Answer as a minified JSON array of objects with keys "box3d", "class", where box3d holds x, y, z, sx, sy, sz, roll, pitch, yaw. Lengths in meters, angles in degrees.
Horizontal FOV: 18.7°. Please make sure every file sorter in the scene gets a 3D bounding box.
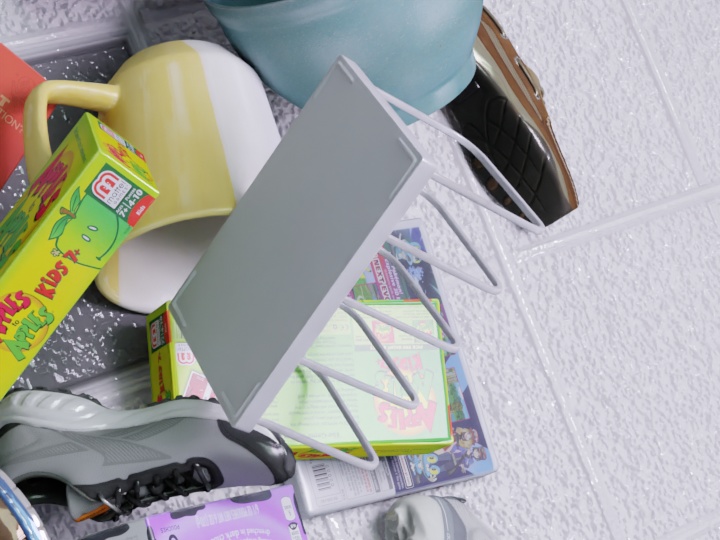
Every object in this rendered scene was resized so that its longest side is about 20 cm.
[{"box3d":[0.000,0.000,1.361,0.124,0.200,0.139,24,18,-35],"class":"file sorter"}]

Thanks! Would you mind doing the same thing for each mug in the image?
[{"box3d":[-0.121,-0.076,1.467,0.187,0.149,0.154,45,31,-60],"class":"mug"}]

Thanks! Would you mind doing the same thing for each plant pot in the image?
[{"box3d":[0.005,-0.178,1.531,0.200,0.200,0.135,-49,124,-38],"class":"plant pot"}]

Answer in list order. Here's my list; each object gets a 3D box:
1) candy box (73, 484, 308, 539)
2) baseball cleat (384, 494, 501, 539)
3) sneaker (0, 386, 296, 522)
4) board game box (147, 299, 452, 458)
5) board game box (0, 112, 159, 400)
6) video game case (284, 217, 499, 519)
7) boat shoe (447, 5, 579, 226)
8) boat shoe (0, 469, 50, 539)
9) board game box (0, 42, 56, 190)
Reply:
[{"box3d":[-0.085,0.248,1.380,0.167,0.071,0.201,-4,75,-59],"class":"candy box"},{"box3d":[0.074,0.253,1.532,0.106,0.070,0.201,4,71,-35],"class":"baseball cleat"},{"box3d":[-0.137,0.124,1.371,0.074,0.199,0.080,73,21,-54],"class":"sneaker"},{"box3d":[-0.041,0.075,1.492,0.199,0.048,0.102,0,77,-23],"class":"board game box"},{"box3d":[-0.205,0.006,1.334,0.048,0.102,0.200,36,97,-19],"class":"board game box"},{"box3d":[0.001,0.067,1.584,0.182,0.023,0.201,-9,76,-38],"class":"video game case"},{"box3d":[0.115,-0.132,1.714,0.074,0.076,0.201,-33,94,-43],"class":"boat shoe"},{"box3d":[-0.220,0.204,1.333,0.072,0.072,0.201,-29,90,-39],"class":"boat shoe"},{"box3d":[-0.301,-0.086,1.409,0.153,0.040,0.201,39,54,-18],"class":"board game box"}]
